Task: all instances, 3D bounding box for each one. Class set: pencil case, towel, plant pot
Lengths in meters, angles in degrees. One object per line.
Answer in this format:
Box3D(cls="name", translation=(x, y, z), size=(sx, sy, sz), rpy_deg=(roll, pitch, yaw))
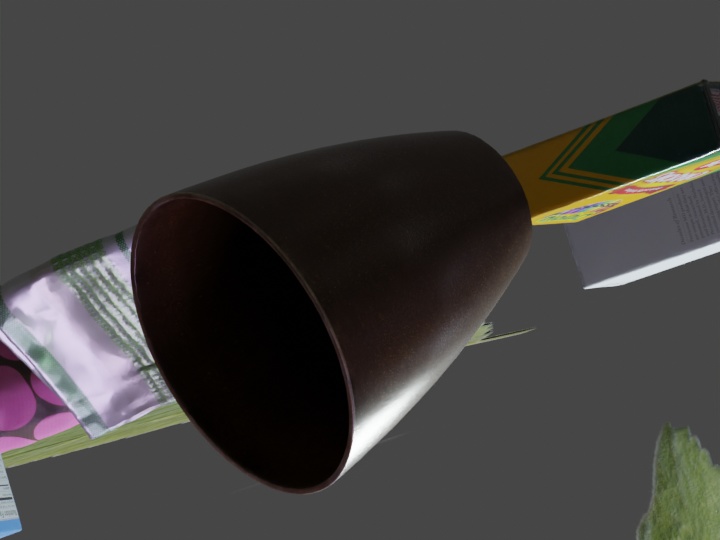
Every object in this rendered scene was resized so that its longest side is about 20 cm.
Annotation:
Box3D(cls="pencil case", translation=(-0.225, 0.066, 1.779), size=(0.199, 0.094, 0.091), rpy_deg=(-18, 129, 16))
Box3D(cls="towel", translation=(-0.119, 0.029, 1.598), size=(0.199, 0.031, 0.149), rpy_deg=(-22, 136, 17))
Box3D(cls="plant pot", translation=(0.000, 0.000, 1.490), size=(0.199, 0.188, 0.187), rpy_deg=(-31, -177, -35))

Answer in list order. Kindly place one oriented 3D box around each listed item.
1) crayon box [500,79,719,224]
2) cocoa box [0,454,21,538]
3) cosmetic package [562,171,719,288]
Box3D(cls="crayon box", translation=(0.177, -0.075, 1.780), size=(0.199, 0.051, 0.127), rpy_deg=(-20, 174, 27))
Box3D(cls="cocoa box", translation=(-0.408, 0.188, 2.136), size=(0.199, 0.132, 0.133), rpy_deg=(-18, 174, 12))
Box3D(cls="cosmetic package", translation=(0.291, -0.048, 2.256), size=(0.199, 0.072, 0.101), rpy_deg=(-20, 174, 27))
